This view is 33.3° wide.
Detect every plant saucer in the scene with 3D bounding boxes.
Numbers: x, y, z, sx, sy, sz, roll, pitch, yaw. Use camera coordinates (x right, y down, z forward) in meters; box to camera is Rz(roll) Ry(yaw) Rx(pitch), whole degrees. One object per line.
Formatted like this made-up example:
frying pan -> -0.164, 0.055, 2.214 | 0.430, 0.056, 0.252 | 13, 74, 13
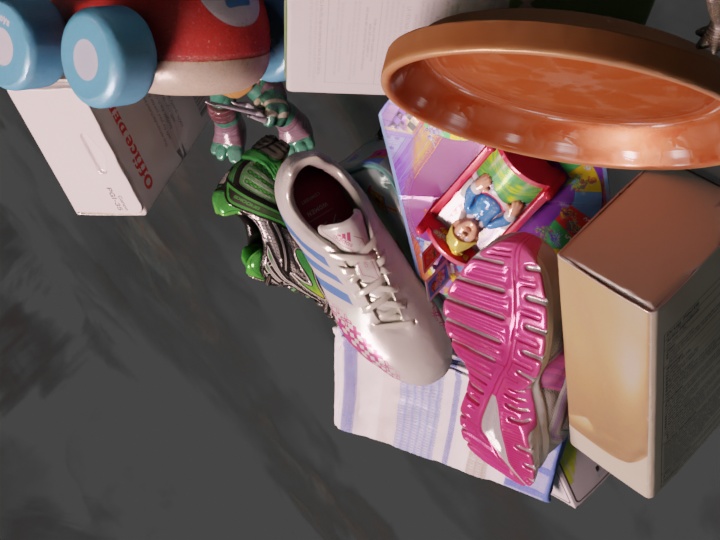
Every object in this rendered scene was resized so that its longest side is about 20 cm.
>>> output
plant saucer -> 0.110, -0.094, 0.631 | 0.199, 0.033, 0.200 | 10, 173, 1

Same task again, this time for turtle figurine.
turtle figurine -> -0.114, -0.159, 1.009 | 0.149, 0.101, 0.200 | 17, 164, 24

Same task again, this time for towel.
towel -> 0.069, 0.116, 0.974 | 0.199, 0.024, 0.147 | 19, 140, 13

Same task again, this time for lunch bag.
lunch bag -> 0.054, -0.021, 0.960 | 0.201, 0.077, 0.160 | 56, 161, -12

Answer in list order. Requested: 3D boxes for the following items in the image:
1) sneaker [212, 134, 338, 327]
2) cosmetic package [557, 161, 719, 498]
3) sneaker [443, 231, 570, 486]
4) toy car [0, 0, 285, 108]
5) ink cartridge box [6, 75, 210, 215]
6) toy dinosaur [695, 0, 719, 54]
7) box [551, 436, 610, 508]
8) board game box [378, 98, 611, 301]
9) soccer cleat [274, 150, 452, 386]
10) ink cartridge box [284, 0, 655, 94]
sneaker -> -0.049, -0.007, 0.977 | 0.200, 0.085, 0.078 | 55, 167, -18
cosmetic package -> 0.183, 0.040, 0.750 | 0.071, 0.105, 0.201 | 34, 152, 34
sneaker -> 0.113, 0.048, 0.804 | 0.081, 0.088, 0.201 | 31, 144, 32
toy car -> -0.138, -0.222, 0.793 | 0.176, 0.184, 0.201 | 16, 113, 38
ink cartridge box -> -0.209, -0.167, 1.084 | 0.082, 0.201, 0.147 | 1, 133, 26
toy dinosaur -> 0.173, -0.144, 0.495 | 0.200, 0.077, 0.102 | 35, 169, 47
box -> 0.125, 0.115, 1.066 | 0.200, 0.060, 0.117 | 24, 147, 51
board game box -> 0.087, -0.036, 0.802 | 0.157, 0.039, 0.201 | 5, 127, 30
soccer cleat -> 0.000, 0.000, 0.882 | 0.200, 0.070, 0.086 | 55, 172, 1
ink cartridge box -> 0.056, -0.151, 0.685 | 0.104, 0.199, 0.060 | 97, 175, -61
